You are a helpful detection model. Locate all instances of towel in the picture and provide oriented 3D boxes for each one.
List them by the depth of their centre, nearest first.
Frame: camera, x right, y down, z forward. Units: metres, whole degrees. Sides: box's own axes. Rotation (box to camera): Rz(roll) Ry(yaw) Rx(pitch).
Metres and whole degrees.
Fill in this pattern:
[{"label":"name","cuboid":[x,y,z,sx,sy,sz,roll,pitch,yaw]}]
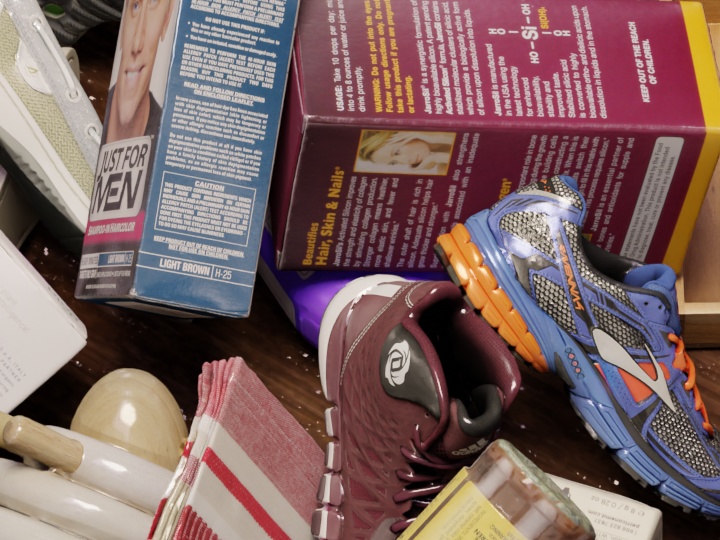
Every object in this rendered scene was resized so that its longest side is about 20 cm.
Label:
[{"label":"towel","cuboid":[-0.058,0.158,1.271,0.023,0.144,0.200,-1,55,32]}]

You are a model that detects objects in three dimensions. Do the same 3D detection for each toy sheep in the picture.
[{"label":"toy sheep","cuboid":[-0.133,0.139,1.294,0.138,0.138,0.201,22,84,18]}]

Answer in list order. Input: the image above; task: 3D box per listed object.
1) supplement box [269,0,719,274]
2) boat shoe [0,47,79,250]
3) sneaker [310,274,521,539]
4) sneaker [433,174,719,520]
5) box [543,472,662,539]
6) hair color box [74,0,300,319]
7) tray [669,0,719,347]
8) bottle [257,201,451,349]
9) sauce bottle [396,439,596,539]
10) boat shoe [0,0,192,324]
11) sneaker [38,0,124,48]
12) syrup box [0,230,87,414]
[{"label":"supplement box","cuboid":[0.060,-0.064,1.351,0.199,0.111,0.086,1,51,-9]},{"label":"boat shoe","cuboid":[-0.200,-0.034,1.443,0.063,0.073,0.201,16,66,13]},{"label":"sneaker","cuboid":[0.029,0.098,1.272,0.075,0.115,0.201,-5,86,-26]},{"label":"sneaker","cuboid":[0.125,0.038,1.314,0.078,0.075,0.200,-43,106,7]},{"label":"box","cuboid":[0.071,0.196,1.267,0.068,0.082,0.200,17,60,15]},{"label":"hair color box","cuboid":[-0.077,-0.080,1.324,0.060,0.100,0.201,11,85,-21]},{"label":"tray","cuboid":[0.202,-0.056,1.439,0.098,0.037,0.201,-1,59,4]},{"label":"bottle","cuboid":[0.000,0.000,1.405,0.083,0.065,0.200,-26,59,-16]},{"label":"sauce bottle","cuboid":[0.013,0.162,1.220,0.200,0.065,0.065,-46,62,6]},{"label":"boat shoe","cuboid":[-0.135,-0.057,1.389,0.065,0.202,0.074,-44,21,-13]},{"label":"sneaker","cuboid":[-0.133,-0.184,1.470,0.200,0.075,0.116,-17,50,48]},{"label":"syrup box","cuboid":[-0.228,0.064,1.341,0.200,0.081,0.079,-42,101,-7]}]
